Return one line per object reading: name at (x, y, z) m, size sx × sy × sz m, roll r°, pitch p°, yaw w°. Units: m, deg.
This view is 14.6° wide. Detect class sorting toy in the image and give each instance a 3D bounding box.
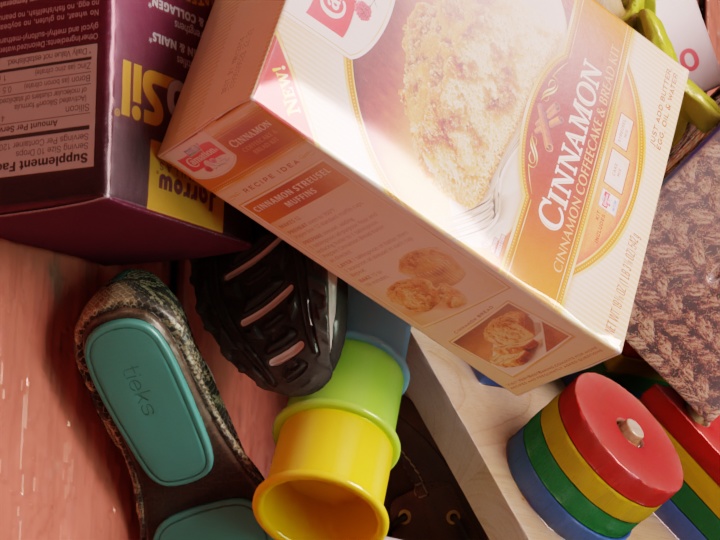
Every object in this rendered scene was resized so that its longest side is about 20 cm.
sorting toy at (0.115, 0.065, 1.344) m, size 0.199 × 0.070 × 0.199 m, roll 12°, pitch 41°, yaw -51°

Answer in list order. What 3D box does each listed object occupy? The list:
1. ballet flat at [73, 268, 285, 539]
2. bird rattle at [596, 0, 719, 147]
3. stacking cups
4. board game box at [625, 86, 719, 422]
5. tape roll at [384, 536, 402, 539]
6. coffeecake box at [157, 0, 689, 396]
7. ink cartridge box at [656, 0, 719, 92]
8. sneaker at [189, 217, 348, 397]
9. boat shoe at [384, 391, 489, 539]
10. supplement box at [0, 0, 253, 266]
ballet flat at (-0.070, 0.089, 1.237) m, size 0.075 × 0.067 × 0.201 m, roll -70°, pitch 144°, yaw -67°
bird rattle at (0.070, -0.114, 1.292) m, size 0.200 × 0.163 × 0.113 m, roll 38°, pitch 18°, yaw -38°
stacking cups at (0.002, 0.032, 1.254) m, size 0.061 × 0.060 × 0.201 m, roll 56°, pitch 35°, yaw -37°
board game box at (0.207, -0.043, 1.377) m, size 0.097 × 0.159 × 0.200 m, roll 44°, pitch 25°, yaw -1°
tape roll at (0.010, 0.221, 1.247) m, size 0.202 × 0.070 × 0.204 m, roll -27°, pitch 122°, yaw -56°
coffeecake box at (0.031, -0.067, 1.185) m, size 0.199 × 0.073 × 0.154 m, roll 33°, pitch 55°, yaw -24°
ink cartridge box at (0.082, -0.160, 1.434) m, size 0.147 × 0.085 × 0.201 m, roll -23°, pitch 92°, yaw -33°
sneaker at (-0.033, -0.029, 1.244) m, size 0.079 × 0.074 × 0.201 m, roll 32°, pitch 34°, yaw -43°
boat shoe at (0.035, 0.127, 1.352) m, size 0.067 × 0.072 × 0.201 m, roll -38°, pitch 92°, yaw -27°
supplement box at (-0.106, -0.111, 1.187) m, size 0.110 × 0.085 × 0.202 m, roll 18°, pitch 69°, yaw -57°
